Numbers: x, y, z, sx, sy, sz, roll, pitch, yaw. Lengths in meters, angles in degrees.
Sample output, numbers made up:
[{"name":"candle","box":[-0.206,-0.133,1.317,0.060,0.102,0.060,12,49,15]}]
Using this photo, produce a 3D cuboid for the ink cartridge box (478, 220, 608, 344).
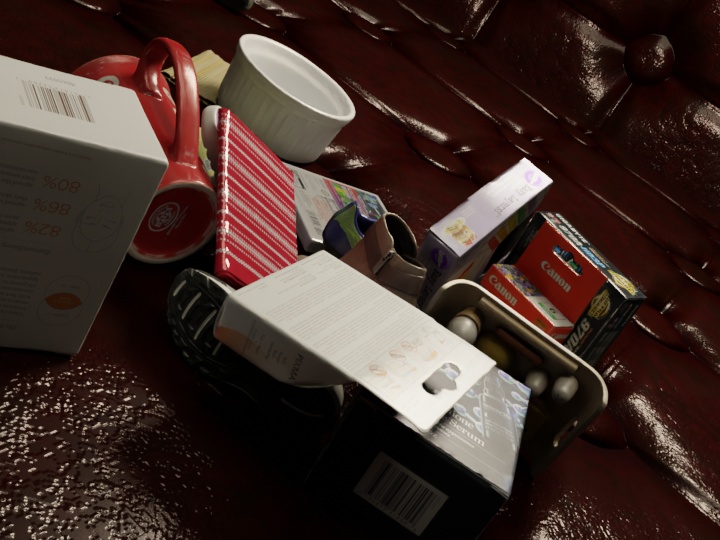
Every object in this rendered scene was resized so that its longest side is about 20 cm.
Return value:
[{"name":"ink cartridge box","box":[0.177,0.053,1.057,0.050,0.201,0.109,2,38,-48]}]

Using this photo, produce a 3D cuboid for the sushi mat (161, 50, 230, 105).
[{"name":"sushi mat","box":[-0.235,-0.301,1.451,0.095,0.012,0.200,32,24,-3]}]

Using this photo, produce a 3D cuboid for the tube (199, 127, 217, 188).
[{"name":"tube","box":[-0.189,-0.139,1.171,0.200,0.052,0.058,-115,-175,-54]}]

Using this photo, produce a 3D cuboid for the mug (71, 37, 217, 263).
[{"name":"mug","box":[-0.228,-0.128,0.962,0.133,0.178,0.200,-15,52,-24]}]

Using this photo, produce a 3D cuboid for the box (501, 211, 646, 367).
[{"name":"box","box":[0.218,0.056,1.103,0.046,0.201,0.159,2,38,-42]}]

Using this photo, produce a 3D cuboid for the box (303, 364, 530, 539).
[{"name":"box","box":[0.060,0.149,0.854,0.148,0.107,0.200,33,24,2]}]

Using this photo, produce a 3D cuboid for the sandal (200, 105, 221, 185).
[{"name":"sandal","box":[-0.126,-0.103,1.050,0.203,0.049,0.083,65,20,-56]}]

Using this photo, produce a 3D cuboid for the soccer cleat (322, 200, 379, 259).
[{"name":"soccer cleat","box":[0.044,-0.011,1.146,0.200,0.084,0.065,34,20,-23]}]

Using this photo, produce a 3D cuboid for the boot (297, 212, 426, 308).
[{"name":"boot","box":[0.000,0.000,1.011,0.070,0.147,0.200,7,34,-40]}]

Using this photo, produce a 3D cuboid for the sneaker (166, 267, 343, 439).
[{"name":"sneaker","box":[-0.097,0.075,0.863,0.200,0.074,0.079,41,16,4]}]

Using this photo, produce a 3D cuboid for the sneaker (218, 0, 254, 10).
[{"name":"sneaker","box":[-0.266,-0.588,1.870,0.199,0.077,0.114,37,31,22]}]

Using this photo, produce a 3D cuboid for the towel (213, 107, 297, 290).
[{"name":"towel","box":[-0.108,-0.051,0.965,0.145,0.022,0.201,44,36,-53]}]

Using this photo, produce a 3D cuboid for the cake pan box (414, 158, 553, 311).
[{"name":"cake pan box","box":[0.122,-0.019,1.074,0.052,0.185,0.200,42,50,14]}]

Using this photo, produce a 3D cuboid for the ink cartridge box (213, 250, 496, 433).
[{"name":"ink cartridge box","box":[-0.001,0.066,0.804,0.199,0.050,0.162,35,29,16]}]

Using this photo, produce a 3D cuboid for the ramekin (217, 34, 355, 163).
[{"name":"ramekin","box":[-0.115,-0.249,1.382,0.200,0.098,0.201,30,25,-15]}]

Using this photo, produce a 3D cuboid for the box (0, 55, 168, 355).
[{"name":"box","box":[-0.265,-0.048,0.718,0.152,0.201,0.107,11,33,-39]}]

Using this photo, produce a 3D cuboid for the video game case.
[{"name":"video game case","box":[-0.022,-0.067,1.261,0.181,0.023,0.200,16,28,-31]}]

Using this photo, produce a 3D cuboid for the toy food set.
[{"name":"toy food set","box":[0.136,0.116,0.967,0.200,0.144,0.060,37,42,8]}]
